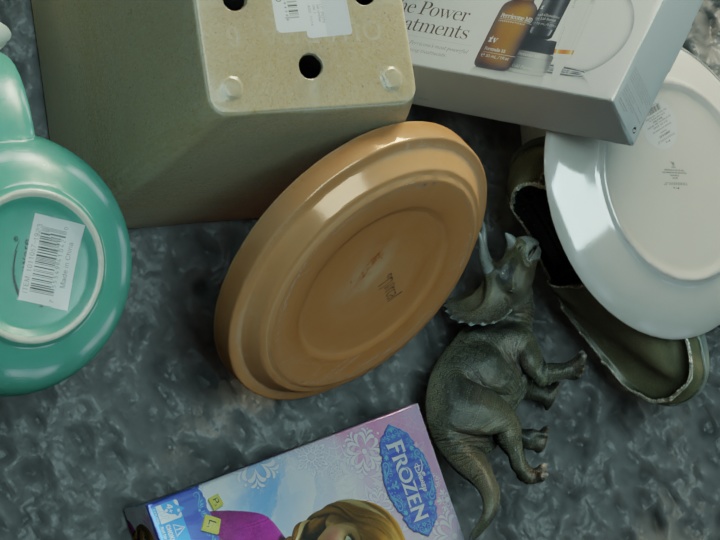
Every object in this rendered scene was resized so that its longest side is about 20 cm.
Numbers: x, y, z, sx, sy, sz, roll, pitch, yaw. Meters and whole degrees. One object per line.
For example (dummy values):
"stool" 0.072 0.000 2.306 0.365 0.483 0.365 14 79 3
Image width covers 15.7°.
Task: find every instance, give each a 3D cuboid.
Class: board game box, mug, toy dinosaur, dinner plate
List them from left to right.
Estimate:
"mug" -0.216 -0.017 1.494 0.152 0.114 0.186 -38 109 -22
"board game box" -0.021 0.207 1.605 0.199 0.041 0.201 -19 89 -28
"toy dinosaur" 0.081 0.080 1.671 0.102 0.077 0.201 24 73 -8
"dinner plate" 0.199 -0.056 1.684 0.199 0.024 0.202 11 73 -37

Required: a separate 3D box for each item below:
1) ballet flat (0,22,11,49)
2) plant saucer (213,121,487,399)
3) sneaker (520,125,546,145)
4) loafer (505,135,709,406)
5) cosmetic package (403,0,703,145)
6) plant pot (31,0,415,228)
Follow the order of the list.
"ballet flat" -0.236 -0.177 1.567 0.075 0.068 0.201 25 67 -36
"plant saucer" 0.000 0.000 1.580 0.200 0.201 0.032 -27 55 -28
"sneaker" 0.149 -0.103 1.725 0.073 0.085 0.201 -23 92 -29
"loafer" 0.153 0.009 1.699 0.200 0.075 0.070 54 29 -3
"cosmetic package" 0.111 -0.169 1.661 0.151 0.199 0.052 -61 144 -24
"plant pot" -0.073 -0.144 1.572 0.199 0.177 0.201 -5 82 -26
